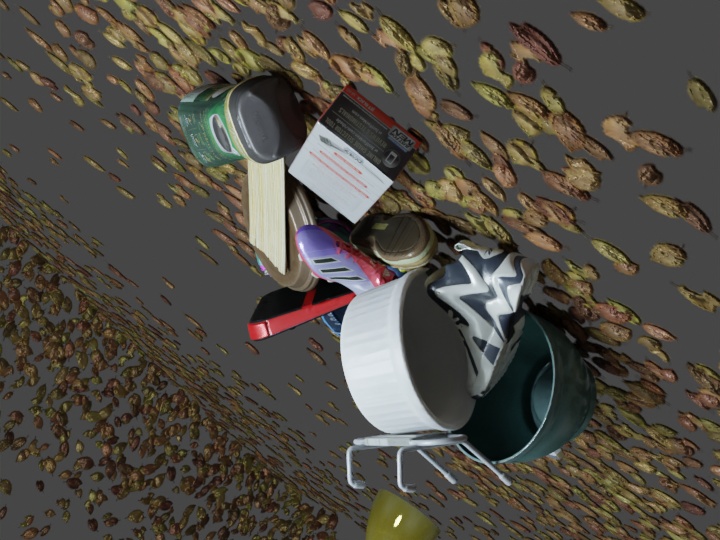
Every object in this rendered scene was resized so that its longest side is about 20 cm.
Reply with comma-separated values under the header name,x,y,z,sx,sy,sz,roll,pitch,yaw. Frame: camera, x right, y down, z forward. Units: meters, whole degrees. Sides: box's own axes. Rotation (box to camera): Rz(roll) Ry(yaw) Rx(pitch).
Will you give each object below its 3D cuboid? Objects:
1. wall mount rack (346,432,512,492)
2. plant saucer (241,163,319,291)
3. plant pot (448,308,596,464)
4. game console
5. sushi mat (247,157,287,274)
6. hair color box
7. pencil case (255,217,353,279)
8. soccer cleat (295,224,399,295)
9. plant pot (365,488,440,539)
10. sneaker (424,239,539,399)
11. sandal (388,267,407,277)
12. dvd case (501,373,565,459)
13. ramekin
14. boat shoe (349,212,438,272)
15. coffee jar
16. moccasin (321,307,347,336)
name,x,y,z,sx,sy,sz,roll,pitch,yaw
wall mount rack,0.085,0.239,1.561,0.172,0.076,0.199,-1,174,-33
plant saucer,-0.115,-0.062,1.754,0.200,0.029,0.202,42,143,42
plant pot,0.220,0.157,1.617,0.133,0.203,0.199,15,178,-38
game console,-0.069,0.043,1.779,0.200,0.175,0.031,-81,-27,-78
sushi mat,-0.128,-0.097,1.703,0.096,0.012,0.202,40,141,39
hair color box,-0.011,-0.133,1.478,0.111,0.064,0.200,38,164,-4
pencil case,-0.083,-0.029,1.840,0.085,0.093,0.199,42,161,-19
soccer cleat,0.000,0.000,1.627,0.076,0.067,0.200,-24,125,40
plant pot,0.092,0.696,3.309,0.199,0.143,0.200,33,163,11
sneaker,0.131,0.052,1.529,0.129,0.079,0.201,27,128,22
sandal,0.099,0.053,1.715,0.199,0.087,0.080,27,159,22
dvd case,0.198,0.182,1.782,0.201,0.016,0.148,53,164,-12
ramekin,0.059,0.106,1.550,0.097,0.202,0.201,-15,134,30
boat shoe,0.058,-0.029,1.613,0.076,0.072,0.200,44,173,-21
coffee jar,-0.147,-0.184,1.551,0.199,0.085,0.105,7,123,59
moccasin,0.030,0.085,1.871,0.199,0.081,0.068,29,165,-30
